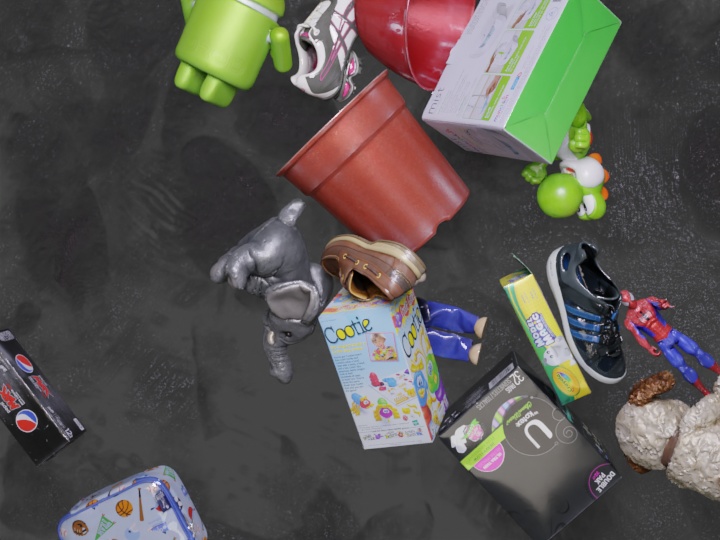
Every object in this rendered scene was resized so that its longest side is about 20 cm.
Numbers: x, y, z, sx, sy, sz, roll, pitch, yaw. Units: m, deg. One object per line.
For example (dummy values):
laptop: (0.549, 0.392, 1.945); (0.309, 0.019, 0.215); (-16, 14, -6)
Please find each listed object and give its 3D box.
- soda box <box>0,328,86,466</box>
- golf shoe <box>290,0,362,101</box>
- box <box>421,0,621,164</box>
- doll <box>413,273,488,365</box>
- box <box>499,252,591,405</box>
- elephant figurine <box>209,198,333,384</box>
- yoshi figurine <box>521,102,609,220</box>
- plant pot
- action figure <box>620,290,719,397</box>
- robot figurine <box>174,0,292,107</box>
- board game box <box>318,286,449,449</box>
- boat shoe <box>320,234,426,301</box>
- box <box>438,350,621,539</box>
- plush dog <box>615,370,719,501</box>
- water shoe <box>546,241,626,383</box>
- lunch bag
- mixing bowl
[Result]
soda box: (-0.502, 0.187, 1.353); (0.071, 0.063, 0.200); (-38, 89, 9)
golf shoe: (-0.039, -0.331, 1.228); (0.077, 0.088, 0.201); (12, 97, 49)
box: (0.195, -0.250, 1.146); (0.097, 0.176, 0.200); (29, 85, -32)
doll: (0.075, 0.068, 1.277); (0.199, 0.048, 0.137); (13, 106, 12)
box: (0.240, 0.073, 1.223); (0.048, 0.117, 0.200); (-25, 91, 8)
elephant figurine: (-0.100, 0.035, 1.272); (0.200, 0.155, 0.142); (50, 56, -10)
yoshi figurine: (0.263, -0.154, 1.210); (0.112, 0.112, 0.201); (-19, 94, 16)
plant pot: (0.027, -0.124, 1.204); (0.201, 0.201, 0.195); (-43, 96, 9)
action figure: (0.422, 0.101, 1.216); (0.200, 0.099, 0.065); (44, 98, 4)
robot figurine: (-0.177, -0.326, 1.241); (0.175, 0.116, 0.200); (27, 98, 16)
board game box: (0.035, 0.124, 1.227); (0.105, 0.103, 0.200); (-10, 109, 23)
boat shoe: (0.001, 0.000, 1.173); (0.072, 0.200, 0.068); (45, 71, -27)
box: (0.225, 0.237, 1.235); (0.149, 0.124, 0.200); (-43, 90, 9)
plush dog: (0.417, 0.225, 1.188); (0.171, 0.160, 0.201); (18, 124, 27)
water shoe: (0.315, 0.059, 1.221); (0.071, 0.079, 0.200); (-26, 91, -32)
lunch bag: (-0.331, 0.390, 1.346); (0.200, 0.076, 0.161); (-24, 94, 10)
mixing bowl: (0.061, -0.342, 1.187); (0.108, 0.200, 0.201); (15, 97, 26)
